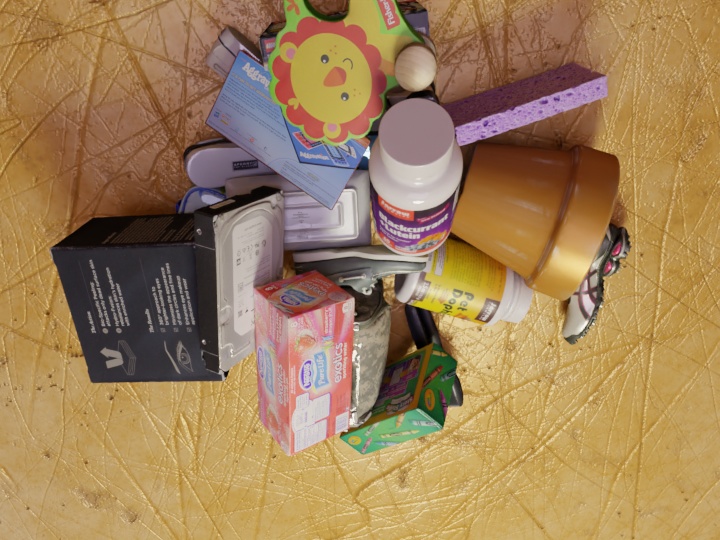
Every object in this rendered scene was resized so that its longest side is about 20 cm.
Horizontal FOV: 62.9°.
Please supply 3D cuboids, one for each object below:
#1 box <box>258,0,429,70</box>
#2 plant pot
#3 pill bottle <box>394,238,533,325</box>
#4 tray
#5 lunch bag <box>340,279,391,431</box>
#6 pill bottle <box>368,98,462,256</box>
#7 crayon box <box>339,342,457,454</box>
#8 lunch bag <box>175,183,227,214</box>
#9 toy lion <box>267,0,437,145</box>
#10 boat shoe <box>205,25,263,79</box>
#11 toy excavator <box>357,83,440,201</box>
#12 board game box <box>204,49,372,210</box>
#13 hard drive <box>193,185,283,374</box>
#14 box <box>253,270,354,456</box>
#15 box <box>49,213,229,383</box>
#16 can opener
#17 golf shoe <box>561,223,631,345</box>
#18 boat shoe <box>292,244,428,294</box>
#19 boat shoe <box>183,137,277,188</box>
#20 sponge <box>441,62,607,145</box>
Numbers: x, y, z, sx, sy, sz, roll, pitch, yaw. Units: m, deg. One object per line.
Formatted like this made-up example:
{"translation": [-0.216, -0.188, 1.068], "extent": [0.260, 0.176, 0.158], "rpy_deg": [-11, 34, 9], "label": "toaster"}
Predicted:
{"translation": [-0.019, -0.291, 0.720], "extent": [0.193, 0.138, 0.041], "rpy_deg": [-8, 119, 2], "label": "box"}
{"translation": [0.224, -0.087, 0.808], "extent": [0.178, 0.201, 0.205], "rpy_deg": [19, 115, 6], "label": "plant pot"}
{"translation": [0.155, 0.016, 0.889], "extent": [0.194, 0.110, 0.112], "rpy_deg": [15, 115, -9], "label": "pill bottle"}
{"translation": [-0.082, -0.075, 0.798], "extent": [0.193, 0.022, 0.110], "rpy_deg": [-4, 117, -2], "label": "tray"}
{"translation": [-0.024, 0.115, 0.899], "extent": [0.135, 0.169, 0.206], "rpy_deg": [2, 117, -2], "label": "lunch bag"}
{"translation": [0.064, -0.106, 0.701], "extent": [0.108, 0.115, 0.201], "rpy_deg": [-6, 158, 2], "label": "pill bottle"}
{"translation": [0.058, 0.206, 0.931], "extent": [0.058, 0.120, 0.199], "rpy_deg": [38, 137, -18], "label": "crayon box"}
{"translation": [-0.203, -0.032, 0.871], "extent": [0.156, 0.083, 0.204], "rpy_deg": [18, 114, -11], "label": "lunch bag"}
{"translation": [-0.022, -0.245, 0.637], "extent": [0.187, 0.069, 0.203], "rpy_deg": [-17, 119, 16], "label": "toy lion"}
{"translation": [-0.120, -0.228, 0.784], "extent": [0.199, 0.072, 0.066], "rpy_deg": [41, 110, -17], "label": "boat shoe"}
{"translation": [0.020, -0.156, 0.818], "extent": [0.188, 0.101, 0.205], "rpy_deg": [-4, 125, 2], "label": "toy excavator"}
{"translation": [-0.092, -0.177, 0.748], "extent": [0.197, 0.019, 0.104], "rpy_deg": [34, 108, -2], "label": "board game box"}
{"translation": [-0.147, 0.009, 0.741], "extent": [0.037, 0.139, 0.206], "rpy_deg": [15, 114, 23], "label": "hard drive"}
{"translation": [-0.075, 0.119, 0.767], "extent": [0.101, 0.094, 0.206], "rpy_deg": [-16, 120, -34], "label": "box"}
{"translation": [-0.277, 0.036, 0.798], "extent": [0.193, 0.118, 0.202], "rpy_deg": [-2, 115, 5], "label": "box"}
{"translation": [0.119, 0.132, 0.975], "extent": [0.077, 0.063, 0.205], "rpy_deg": [-9, 109, 33], "label": "can opener"}
{"translation": [0.348, 0.017, 0.927], "extent": [0.086, 0.077, 0.205], "rpy_deg": [19, 113, 11], "label": "golf shoe"}
{"translation": [0.000, 0.000, 0.825], "extent": [0.194, 0.073, 0.064], "rpy_deg": [0, 102, 14], "label": "boat shoe"}
{"translation": [-0.147, -0.156, 0.822], "extent": [0.194, 0.068, 0.074], "rpy_deg": [-10, 123, -21], "label": "boat shoe"}
{"translation": [0.207, -0.221, 0.774], "extent": [0.194, 0.112, 0.030], "rpy_deg": [-17, 118, 6], "label": "sponge"}
